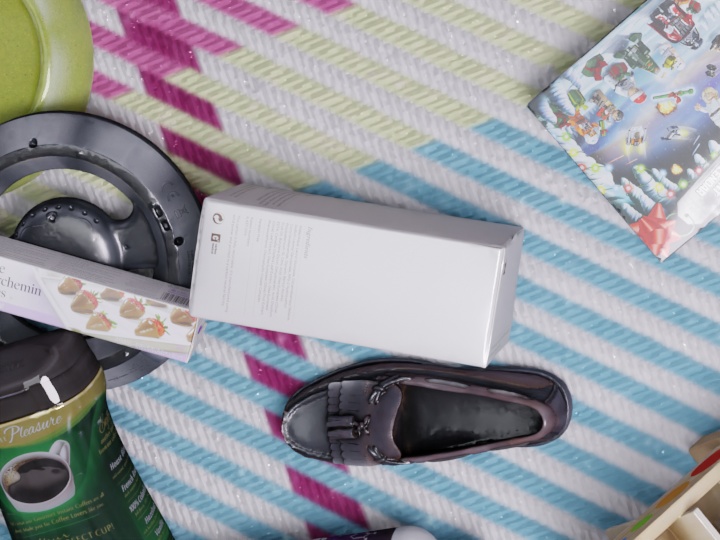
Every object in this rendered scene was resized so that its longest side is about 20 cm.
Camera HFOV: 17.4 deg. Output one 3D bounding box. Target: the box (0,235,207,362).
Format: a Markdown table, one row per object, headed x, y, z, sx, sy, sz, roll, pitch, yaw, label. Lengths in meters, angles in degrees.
| x | y | z | sx | sy | sz | roll | pitch | yaw | label |
| --- | --- | --- | --- | --- | --- | --- | --- | --- | --- |
| -0.201 | 0.013 | 1.579 | 0.200 | 0.041 | 0.039 | 15 | 109 | 3 | box |

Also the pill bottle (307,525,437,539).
| x | y | z | sx | sy | sz | roll | pitch | yaw | label |
| --- | --- | --- | --- | --- | --- | --- | --- | --- | --- |
| -0.009 | 0.233 | 1.574 | 0.200 | 0.112 | 0.113 | -10 | 95 | 12 | pill bottle |

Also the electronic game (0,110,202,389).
| x | y | z | sx | sy | sz | roll | pitch | yaw | label |
| --- | --- | --- | --- | --- | --- | --- | --- | --- | --- |
| -0.200 | -0.012 | 1.614 | 0.200 | 0.042 | 0.200 | 2 | 107 | 8 | electronic game |

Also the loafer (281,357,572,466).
| x | y | z | sx | sy | sz | roll | pitch | yaw | label |
| --- | --- | --- | --- | --- | --- | --- | --- | --- | --- |
| 0.039 | 0.096 | 1.571 | 0.200 | 0.063 | 0.072 | -4 | 96 | 12 | loafer |

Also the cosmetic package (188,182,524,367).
| x | y | z | sx | sy | sz | roll | pitch | yaw | label |
| --- | --- | --- | --- | --- | --- | --- | --- | --- | --- |
| 0.000 | 0.000 | 1.546 | 0.200 | 0.108 | 0.085 | 11 | 99 | 12 | cosmetic package |

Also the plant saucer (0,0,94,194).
| x | y | z | sx | sy | sz | roll | pitch | yaw | label |
| --- | --- | --- | --- | --- | --- | --- | --- | --- | --- |
| -0.283 | -0.146 | 1.625 | 0.200 | 0.031 | 0.200 | 2 | 98 | 11 | plant saucer |

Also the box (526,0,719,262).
| x | y | z | sx | sy | sz | roll | pitch | yaw | label |
| --- | --- | --- | --- | --- | --- | --- | --- | --- | --- |
| 0.226 | -0.121 | 1.517 | 0.200 | 0.040 | 0.137 | -42 | 89 | 13 | box |

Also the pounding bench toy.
| x | y | z | sx | sy | sz | roll | pitch | yaw | label |
| --- | --- | --- | --- | --- | --- | --- | --- | --- | --- |
| 0.226 | 0.189 | 1.521 | 0.156 | 0.200 | 0.124 | -40 | 90 | -18 | pounding bench toy |

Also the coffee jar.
| x | y | z | sx | sy | sz | roll | pitch | yaw | label |
| --- | --- | --- | --- | --- | --- | --- | --- | --- | --- |
| -0.201 | 0.140 | 1.597 | 0.104 | 0.085 | 0.200 | -17 | 106 | 15 | coffee jar |
